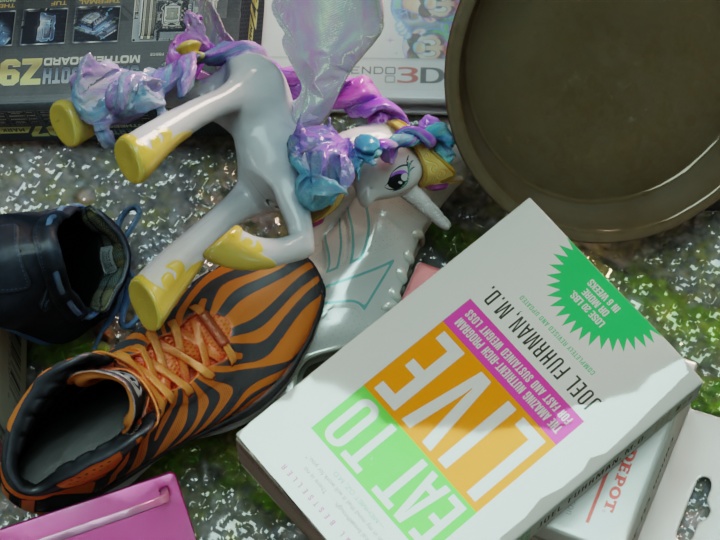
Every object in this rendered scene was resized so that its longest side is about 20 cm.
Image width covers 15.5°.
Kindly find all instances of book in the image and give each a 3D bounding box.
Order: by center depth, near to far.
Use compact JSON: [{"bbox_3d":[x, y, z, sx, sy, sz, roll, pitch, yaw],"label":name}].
[{"bbox_3d":[0.055,0.075,1.343,0.200,0.048,0.134,-39,73,-14],"label":"book"}]

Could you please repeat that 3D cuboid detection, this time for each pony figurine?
[{"bbox_3d":[-0.053,-0.085,1.354,0.200,0.166,0.194,-23,86,-34],"label":"pony figurine"}]

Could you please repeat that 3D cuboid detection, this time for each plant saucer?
[{"bbox_3d":[0.135,-0.113,1.396,0.200,0.201,0.029,-26,25,-8],"label":"plant saucer"}]

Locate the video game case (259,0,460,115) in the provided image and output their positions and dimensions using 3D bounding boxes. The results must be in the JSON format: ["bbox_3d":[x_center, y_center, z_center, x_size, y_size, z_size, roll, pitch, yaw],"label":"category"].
[{"bbox_3d":[0.022,-0.183,1.538,0.181,0.024,0.201,1,66,4],"label":"video game case"}]

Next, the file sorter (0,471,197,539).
[{"bbox_3d":[-0.125,0.216,1.282,0.139,0.125,0.201,-18,89,-4],"label":"file sorter"}]

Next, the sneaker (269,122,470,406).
[{"bbox_3d":[0.000,0.000,1.441,0.200,0.070,0.080,-42,75,-6],"label":"sneaker"}]

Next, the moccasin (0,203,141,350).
[{"bbox_3d":[-0.148,0.004,1.377,0.068,0.200,0.081,-14,92,13],"label":"moccasin"}]

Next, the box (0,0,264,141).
[{"bbox_3d":[-0.156,-0.154,1.510,0.199,0.051,0.158,-2,66,11],"label":"box"}]

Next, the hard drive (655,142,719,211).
[{"bbox_3d":[0.230,-0.130,1.495,0.139,0.038,0.201,-2,66,3],"label":"hard drive"}]

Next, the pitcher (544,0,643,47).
[{"bbox_3d":[0.099,-0.221,1.459,0.171,0.121,0.201,17,71,-17],"label":"pitcher"}]

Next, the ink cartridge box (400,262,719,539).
[{"bbox_3d":[0.102,0.088,1.390,0.199,0.068,0.117,19,69,12],"label":"ink cartridge box"}]

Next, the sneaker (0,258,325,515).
[{"bbox_3d":[-0.098,0.056,1.344,0.200,0.112,0.078,-41,84,-8],"label":"sneaker"}]

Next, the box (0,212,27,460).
[{"bbox_3d":[-0.283,0.042,1.412,0.199,0.109,0.128,-3,68,2],"label":"box"}]
